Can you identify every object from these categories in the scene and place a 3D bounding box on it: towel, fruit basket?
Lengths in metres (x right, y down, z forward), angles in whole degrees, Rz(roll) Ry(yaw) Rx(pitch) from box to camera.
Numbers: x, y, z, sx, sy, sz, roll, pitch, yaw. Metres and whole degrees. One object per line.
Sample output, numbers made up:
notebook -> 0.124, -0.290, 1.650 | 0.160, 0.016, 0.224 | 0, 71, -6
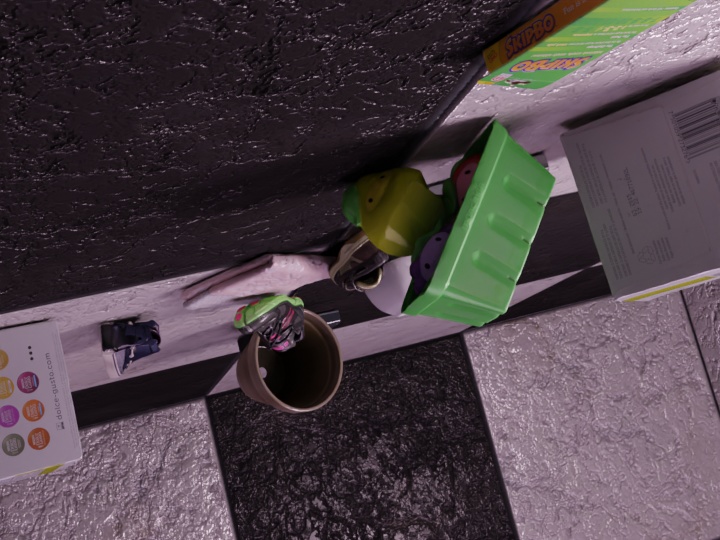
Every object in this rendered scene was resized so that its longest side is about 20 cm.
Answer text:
towel -> -0.142, 0.016, 1.414 | 0.189, 0.033, 0.199 | -21, 170, 29
fruit basket -> 0.079, -0.058, 1.004 | 0.212, 0.219, 0.156 | -13, 170, -13

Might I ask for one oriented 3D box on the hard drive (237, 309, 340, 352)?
hard drive -> -0.155, 0.133, 2.040 | 0.197, 0.033, 0.139 | -11, 169, -26

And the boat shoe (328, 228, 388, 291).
boat shoe -> 0.000, 0.000, 1.364 | 0.073, 0.065, 0.200 | -30, 167, -12

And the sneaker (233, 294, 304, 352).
sneaker -> -0.133, 0.086, 1.488 | 0.076, 0.085, 0.199 | -19, 172, 21

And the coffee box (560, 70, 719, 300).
coffee box -> 0.377, -0.088, 1.088 | 0.198, 0.203, 0.197 | -20, 169, 26

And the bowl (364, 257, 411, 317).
bowl -> 0.114, 0.011, 1.473 | 0.197, 0.076, 0.200 | -19, 174, -18

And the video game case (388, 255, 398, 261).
video game case -> 0.109, -0.050, 1.463 | 0.197, 0.024, 0.181 | -7, 167, -36

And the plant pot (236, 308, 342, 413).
plant pot -> -0.160, 0.192, 1.872 | 0.197, 0.204, 0.173 | -8, 170, -35

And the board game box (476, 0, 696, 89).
board game box -> 0.187, -0.197, 0.741 | 0.095, 0.030, 0.199 | -6, 163, -43

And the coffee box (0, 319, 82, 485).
coffee box -> -0.529, 0.205, 1.357 | 0.195, 0.203, 0.200 | -10, 171, -26

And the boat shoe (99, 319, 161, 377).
boat shoe -> -0.372, 0.129, 1.541 | 0.091, 0.076, 0.200 | -5, 168, -12

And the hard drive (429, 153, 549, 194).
hard drive -> 0.143, -0.099, 1.231 | 0.197, 0.027, 0.132 | -17, 170, 3
